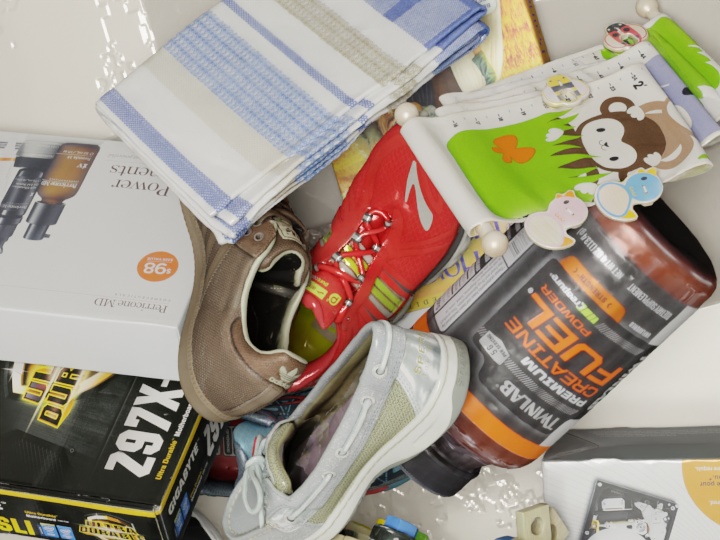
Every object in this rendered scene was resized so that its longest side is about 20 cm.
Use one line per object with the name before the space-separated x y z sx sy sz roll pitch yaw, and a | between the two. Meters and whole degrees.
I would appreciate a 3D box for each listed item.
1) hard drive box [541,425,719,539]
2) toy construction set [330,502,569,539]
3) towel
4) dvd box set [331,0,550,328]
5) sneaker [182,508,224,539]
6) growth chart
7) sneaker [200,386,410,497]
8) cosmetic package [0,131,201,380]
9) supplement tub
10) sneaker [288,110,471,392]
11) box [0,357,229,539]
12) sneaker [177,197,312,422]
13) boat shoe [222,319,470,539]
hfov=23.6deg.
hard drive box | 0.193 0.198 1.016 0.154 0.077 0.202 -3 98 15
toy construction set | 0.029 0.177 0.995 0.199 0.131 0.093 -14 54 46
towel | -0.041 -0.114 0.975 0.200 0.024 0.147 -40 53 -12
dvd box set | 0.053 -0.075 1.028 0.145 0.029 0.202 -15 96 17
sneaker | -0.167 0.159 1.051 0.200 0.112 0.073 40 109 25
growth chart | 0.120 -0.078 0.924 0.145 0.199 0.018 48 153 40
sneaker | -0.044 0.112 1.049 0.198 0.096 0.080 -8 98 15
cosmetic package | -0.177 -0.014 1.034 0.198 0.152 0.052 5 138 12
supplement tub | 0.096 0.037 0.964 0.107 0.107 0.200 45 108 3
sneaker | 0.000 0.000 0.987 0.077 0.085 0.201 40 125 16
box | -0.155 0.069 1.020 0.158 0.201 0.050 7 136 15
sneaker | -0.055 -0.015 0.967 0.075 0.070 0.202 -21 59 34
boat shoe | -0.021 0.092 0.939 0.064 0.075 0.202 24 136 -26
